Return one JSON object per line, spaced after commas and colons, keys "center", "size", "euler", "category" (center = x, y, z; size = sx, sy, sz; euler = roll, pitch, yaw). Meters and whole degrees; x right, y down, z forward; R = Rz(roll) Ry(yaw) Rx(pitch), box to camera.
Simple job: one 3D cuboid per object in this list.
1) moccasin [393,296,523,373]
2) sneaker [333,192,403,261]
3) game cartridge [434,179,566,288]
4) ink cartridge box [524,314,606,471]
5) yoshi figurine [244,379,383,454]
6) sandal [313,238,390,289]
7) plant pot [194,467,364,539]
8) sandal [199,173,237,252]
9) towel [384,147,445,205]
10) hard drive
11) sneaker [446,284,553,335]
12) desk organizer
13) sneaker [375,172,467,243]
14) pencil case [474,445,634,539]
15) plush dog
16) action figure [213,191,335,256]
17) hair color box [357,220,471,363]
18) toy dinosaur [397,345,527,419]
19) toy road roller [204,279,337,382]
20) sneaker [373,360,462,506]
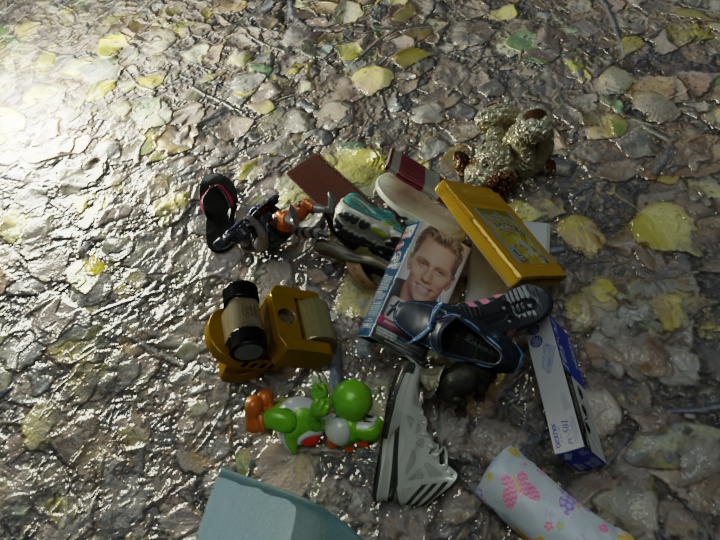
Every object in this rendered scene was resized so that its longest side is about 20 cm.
{"center": [0.128, 0.082, 0.900], "size": [0.200, 0.068, 0.081], "euler": [16, 89, 34], "category": "moccasin"}
{"center": [0.050, -0.066, 1.105], "size": [0.200, 0.078, 0.080], "euler": [32, 46, -11], "category": "sneaker"}
{"center": [0.224, -0.059, 1.024], "size": [0.032, 0.176, 0.200], "euler": [-46, 64, 29], "category": "game cartridge"}
{"center": [0.287, 0.171, 0.921], "size": [0.044, 0.094, 0.200], "euler": [-25, 49, 25], "category": "ink cartridge box"}
{"center": [-0.063, 0.199, 0.959], "size": [0.199, 0.112, 0.113], "euler": [4, 49, 9], "category": "yoshi figurine"}
{"center": [0.000, 0.000, 1.109], "size": [0.200, 0.082, 0.055], "euler": [22, 79, 20], "category": "sandal"}
{"center": [-0.092, 0.383, 0.787], "size": [0.199, 0.196, 0.197], "euler": [11, 57, 7], "category": "plant pot"}
{"center": [-0.277, -0.124, 1.261], "size": [0.075, 0.045, 0.200], "euler": [-15, 54, -1], "category": "sandal"}
{"center": [0.131, -0.141, 1.121], "size": [0.200, 0.023, 0.144], "euler": [30, 21, -6], "category": "towel"}
{"center": [0.249, 0.001, 1.096], "size": [0.131, 0.026, 0.200], "euler": [5, 56, 13], "category": "hard drive"}
{"center": [0.188, 0.074, 0.955], "size": [0.200, 0.082, 0.070], "euler": [-16, 77, 27], "category": "sneaker"}
{"center": [-0.050, -0.130, 1.213], "size": [0.077, 0.072, 0.200], "euler": [-36, 57, -13], "category": "desk organizer"}
{"center": [0.100, -0.093, 1.147], "size": [0.075, 0.085, 0.200], "euler": [-35, 62, -23], "category": "sneaker"}
{"center": [0.247, 0.316, 0.835], "size": [0.200, 0.083, 0.091], "euler": [34, 68, 29], "category": "pencil case"}
{"center": [0.263, -0.200, 1.187], "size": [0.172, 0.161, 0.200], "euler": [-38, 29, -3], "category": "plush dog"}
{"center": [-0.157, -0.066, 1.140], "size": [0.193, 0.105, 0.200], "euler": [-20, 18, 40], "category": "action figure"}
{"center": [0.085, 0.033, 1.019], "size": [0.100, 0.061, 0.200], "euler": [27, 78, -16], "category": "hair color box"}
{"center": [0.161, 0.156, 0.952], "size": [0.199, 0.102, 0.077], "euler": [-16, 54, -1], "category": "toy dinosaur"}
{"center": [-0.152, 0.110, 1.046], "size": [0.200, 0.146, 0.123], "euler": [10, 46, -31], "category": "toy road roller"}
{"center": [0.088, 0.229, 0.899], "size": [0.115, 0.076, 0.201], "euler": [9, 95, 2], "category": "sneaker"}
